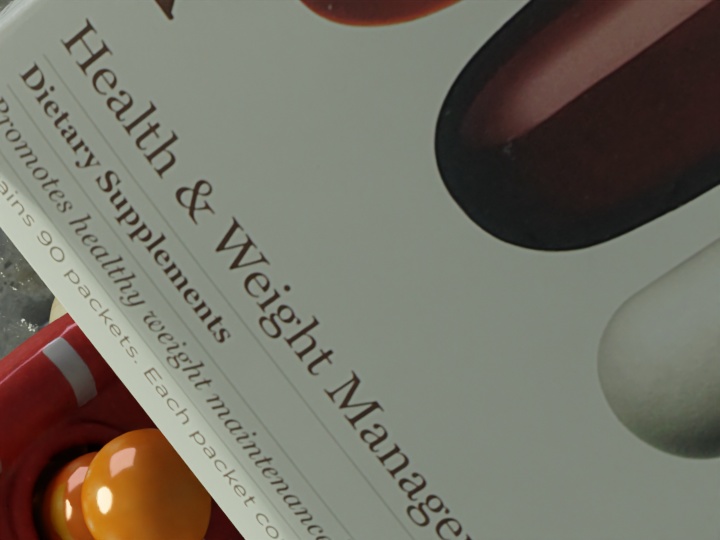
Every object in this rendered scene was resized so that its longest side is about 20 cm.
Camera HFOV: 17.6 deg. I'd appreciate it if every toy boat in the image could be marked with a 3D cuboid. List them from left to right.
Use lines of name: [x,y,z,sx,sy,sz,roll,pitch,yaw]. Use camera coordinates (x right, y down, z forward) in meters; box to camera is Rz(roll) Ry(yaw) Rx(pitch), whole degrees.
toy boat: [-0.098,0.090,0.909,0.200,0.131,0.131,-41,14,-31]

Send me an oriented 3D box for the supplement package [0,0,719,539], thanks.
supplement package: [0.078,-0.027,0.378,0.200,0.191,0.147,-35,6,28]

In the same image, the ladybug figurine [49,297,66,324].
ladybug figurine: [-0.123,0.027,1.502,0.200,0.072,0.136,1,-58,-50]
